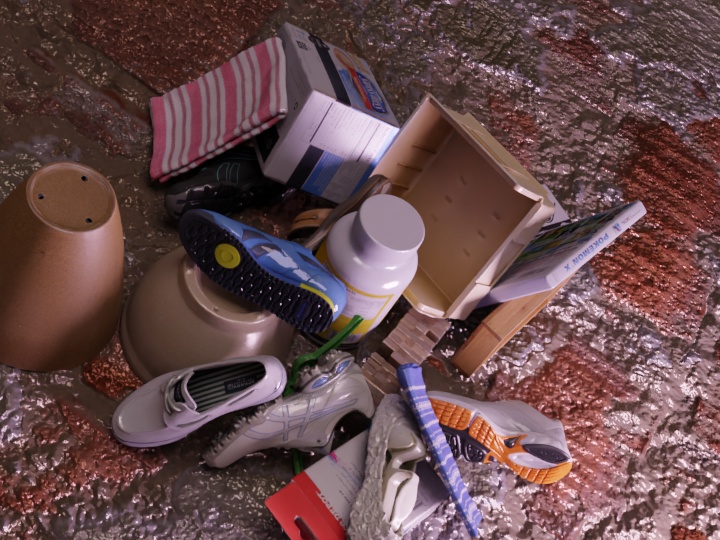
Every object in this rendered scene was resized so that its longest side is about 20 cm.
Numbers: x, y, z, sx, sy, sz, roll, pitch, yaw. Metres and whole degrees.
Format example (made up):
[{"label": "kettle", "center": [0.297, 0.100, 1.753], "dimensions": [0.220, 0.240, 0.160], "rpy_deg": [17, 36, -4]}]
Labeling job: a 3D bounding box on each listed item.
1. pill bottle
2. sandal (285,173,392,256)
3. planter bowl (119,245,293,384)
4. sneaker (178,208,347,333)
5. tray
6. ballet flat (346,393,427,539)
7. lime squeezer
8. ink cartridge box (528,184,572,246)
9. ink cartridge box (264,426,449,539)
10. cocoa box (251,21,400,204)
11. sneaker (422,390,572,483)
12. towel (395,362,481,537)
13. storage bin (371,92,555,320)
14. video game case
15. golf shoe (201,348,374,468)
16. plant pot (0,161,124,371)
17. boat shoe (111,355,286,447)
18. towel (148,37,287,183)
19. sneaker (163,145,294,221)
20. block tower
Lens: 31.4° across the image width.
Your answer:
[{"label": "pill bottle", "center": [0.000, 0.000, 1.515], "dimensions": [0.112, 0.200, 0.112], "rpy_deg": [13, 52, -17]}, {"label": "sandal", "center": [-0.049, -0.056, 1.567], "dimensions": [0.200, 0.082, 0.055], "rpy_deg": [-43, 78, 4]}, {"label": "planter bowl", "center": [-0.160, 0.042, 1.452], "dimensions": [0.200, 0.135, 0.200], "rpy_deg": [13, 51, -17]}, {"label": "sneaker", "center": [-0.104, -0.010, 1.391], "dimensions": [0.200, 0.066, 0.078], "rpy_deg": [32, 36, -5]}, {"label": "tray", "center": [0.201, 0.052, 1.642], "dimensions": [0.037, 0.099, 0.200], "rpy_deg": [43, 49, 9]}, {"label": "ballet flat", "center": [0.041, 0.216, 1.374], "dimensions": [0.072, 0.072, 0.200], "rpy_deg": [23, 52, -9]}, {"label": "lime squeezer", "center": [-0.056, 0.141, 1.480], "dimensions": [0.071, 0.038, 0.200], "rpy_deg": [15, 77, 25]}, {"label": "ink cartridge box", "center": [0.197, -0.052, 1.752], "dimensions": [0.200, 0.044, 0.094], "rpy_deg": [-16, 63, -33]}, {"label": "ink cartridge box", "center": [-0.011, 0.260, 1.407], "dimensions": [0.200, 0.067, 0.116], "rpy_deg": [-28, 72, -38]}, {"label": "cocoa box", "center": [-0.055, -0.198, 1.626], "dimensions": [0.131, 0.133, 0.200], "rpy_deg": [20, 27, -27]}, {"label": "sneaker", "center": [0.159, 0.188, 1.553], "dimensions": [0.200, 0.076, 0.092], "rpy_deg": [23, 30, -7]}, {"label": "towel", "center": [0.091, 0.196, 1.430], "dimensions": [0.024, 0.145, 0.200], "rpy_deg": [-24, 83, 3]}, {"label": "storage bin", "center": [0.106, -0.074, 1.587], "dimensions": [0.094, 0.200, 0.199], "rpy_deg": [12, 32, -53]}, {"label": "video game case", "center": [0.237, -0.016, 1.605], "dimensions": [0.182, 0.200, 0.022], "rpy_deg": [-36, 97, -28]}, {"label": "golf shoe", "center": [-0.075, 0.174, 1.407], "dimensions": [0.200, 0.078, 0.097], "rpy_deg": [-33, 96, -5]}, {"label": "plant pot", "center": [-0.328, -0.021, 1.375], "dimensions": [0.186, 0.200, 0.187], "rpy_deg": [14, 51, -18]}, {"label": "boat shoe", "center": [-0.180, 0.129, 1.356], "dimensions": [0.200, 0.067, 0.074], "rpy_deg": [-23, 71, 5]}, {"label": "towel", "center": [-0.179, -0.203, 1.594], "dimensions": [0.030, 0.200, 0.146], "rpy_deg": [47, 25, -43]}, {"label": "sneaker", "center": [-0.172, -0.109, 1.609], "dimensions": [0.200, 0.075, 0.079], "rpy_deg": [-16, 55, -43]}, {"label": "block tower", "center": [0.033, 0.120, 1.541], "dimensions": [0.058, 0.054, 0.200], "rpy_deg": [39, 50, 6]}]
